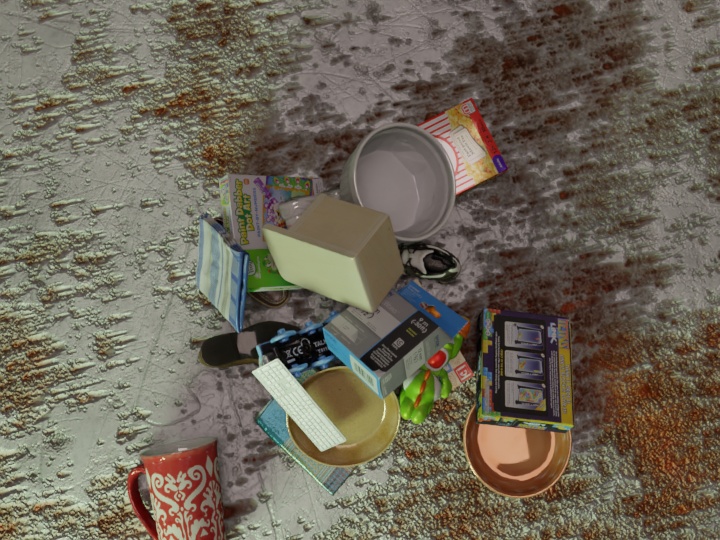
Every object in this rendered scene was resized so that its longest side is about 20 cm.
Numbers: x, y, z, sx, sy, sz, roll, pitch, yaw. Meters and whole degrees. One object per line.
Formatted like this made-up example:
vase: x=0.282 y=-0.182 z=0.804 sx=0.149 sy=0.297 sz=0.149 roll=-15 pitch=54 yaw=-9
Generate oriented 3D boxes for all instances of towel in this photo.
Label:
towel: x=-0.076 y=0.281 z=1.382 sx=0.200 sy=0.022 sz=0.147 roll=43 pitch=84 yaw=2
towel: x=-0.241 y=0.001 z=1.318 sx=0.023 sy=0.200 sz=0.150 roll=-5 pitch=114 yaw=-30

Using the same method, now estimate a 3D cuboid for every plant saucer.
plant saucer: x=-0.030 y=0.246 z=1.328 sx=0.196 sy=0.036 sz=0.204 roll=-1 pitch=113 yaw=-3
plant saucer: x=0.279 y=0.302 z=1.381 sx=0.196 sy=0.037 sz=0.204 roll=0 pitch=81 yaw=-2

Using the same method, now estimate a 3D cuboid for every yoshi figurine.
yoshi figurine: x=0.114 y=0.168 z=1.318 sx=0.111 sy=0.112 sz=0.202 roll=7 pitch=63 yaw=38

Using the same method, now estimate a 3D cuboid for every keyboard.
keyboard: x=-0.100 y=0.226 z=1.278 sx=0.056 sy=0.011 sz=0.201 roll=-24 pitch=116 yaw=27

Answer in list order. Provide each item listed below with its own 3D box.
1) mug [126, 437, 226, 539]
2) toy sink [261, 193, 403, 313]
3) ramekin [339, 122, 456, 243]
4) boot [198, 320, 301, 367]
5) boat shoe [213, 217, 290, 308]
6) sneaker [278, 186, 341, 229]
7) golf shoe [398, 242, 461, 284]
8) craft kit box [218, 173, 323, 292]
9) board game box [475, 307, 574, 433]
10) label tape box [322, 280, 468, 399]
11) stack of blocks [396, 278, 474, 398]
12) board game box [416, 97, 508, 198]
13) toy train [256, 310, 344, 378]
mug: x=-0.305 y=0.403 z=1.324 sx=0.132 sy=0.176 sz=0.204 roll=-8 pitch=86 yaw=-39
toy sink: x=-0.043 y=-0.038 z=1.266 sx=0.198 sy=0.132 sz=0.112 roll=18 pitch=55 yaw=33
ramekin: x=0.056 y=-0.144 z=1.328 sx=0.197 sy=0.105 sz=0.205 roll=3 pitch=83 yaw=-25
boot: x=-0.194 y=0.138 z=1.380 sx=0.196 sy=0.075 sz=0.075 roll=-6 pitch=76 yaw=-21
boat shoe: x=-0.203 y=-0.017 z=1.391 sx=0.072 sy=0.072 sz=0.201 roll=-37 pitch=85 yaw=-6
sneaker: x=-0.055 y=-0.094 z=1.377 sx=0.197 sy=0.077 sz=0.101 roll=-17 pitch=101 yaw=-32
golf shoe: x=0.087 y=-0.027 z=1.392 sx=0.196 sy=0.095 sz=0.079 roll=7 pitch=83 yaw=1
craft kit box: x=-0.147 y=-0.067 z=1.368 sx=0.194 sy=0.048 sz=0.204 roll=-3 pitch=81 yaw=-32
board game box: x=0.289 y=0.175 z=1.360 sx=0.162 sy=0.057 sz=0.203 roll=7 pitch=63 yaw=-2
label tape box: x=0.058 y=0.091 z=1.253 sx=0.199 sy=0.067 sz=0.143 roll=-38 pitch=52 yaw=-20
stack of blocks: x=0.103 y=0.133 z=1.387 sx=0.114 sy=0.059 sz=0.202 roll=-31 pitch=84 yaw=-5
board game box: x=0.154 y=-0.208 z=1.441 sx=0.198 sy=0.046 sz=0.153 roll=-27 pitch=84 yaw=-5
toy train: x=-0.089 y=0.135 z=1.327 sx=0.197 sy=0.114 sz=0.088 roll=-18 pitch=81 yaw=-30
